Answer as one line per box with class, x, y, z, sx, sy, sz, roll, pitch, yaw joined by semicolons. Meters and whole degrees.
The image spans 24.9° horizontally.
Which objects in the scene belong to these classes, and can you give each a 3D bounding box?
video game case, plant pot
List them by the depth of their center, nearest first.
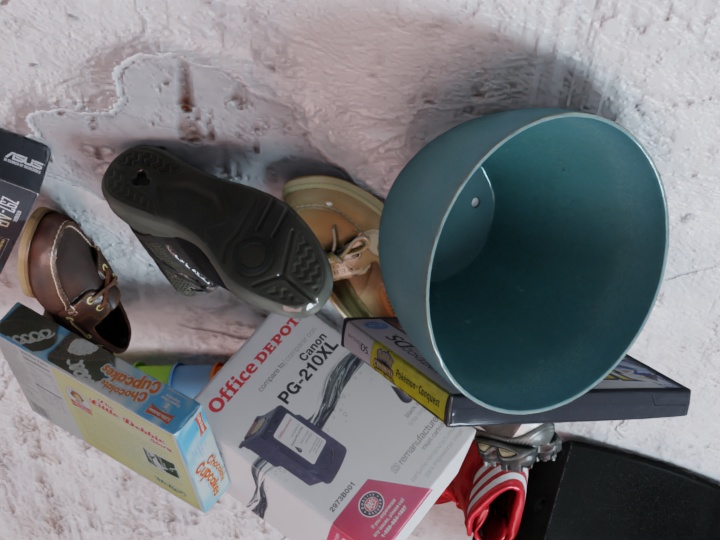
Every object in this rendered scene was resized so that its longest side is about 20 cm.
plant pot;0.090;-0.020;1.100;0.200;0.201;0.135;36;175;-36
video game case;0.111;0.070;1.203;0.199;0.026;0.181;0;-165;-25
plant pot;0.209;0.274;1.519;0.177;0.200;0.200;34;143;-16

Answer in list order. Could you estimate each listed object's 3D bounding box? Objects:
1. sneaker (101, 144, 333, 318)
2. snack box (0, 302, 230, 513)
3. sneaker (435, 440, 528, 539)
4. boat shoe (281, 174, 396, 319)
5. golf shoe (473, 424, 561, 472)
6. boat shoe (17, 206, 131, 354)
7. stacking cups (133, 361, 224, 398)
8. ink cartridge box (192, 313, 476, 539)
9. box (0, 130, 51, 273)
sneaker;-0.094;-0.014;1.205;0.199;0.076;0.114;26;164;25
snack box;-0.201;0.110;1.313;0.199;0.037;0.117;26;150;27
sneaker;0.092;0.205;1.499;0.078;0.116;0.200;18;148;-13
boat shoe;0.000;0.000;1.247;0.073;0.063;0.200;-8;144;29
golf shoe;0.089;0.109;1.403;0.199;0.078;0.095;5;109;45
boat shoe;-0.227;0.012;1.327;0.070;0.071;0.200;19;160;10
stacking cups;-0.146;0.114;1.475;0.199;0.061;0.061;0;147;16
ink cartridge box;-0.030;0.140;1.336;0.200;0.145;0.085;35;150;13
box;-0.344;-0.057;1.276;0.159;0.044;0.200;19;147;-15
